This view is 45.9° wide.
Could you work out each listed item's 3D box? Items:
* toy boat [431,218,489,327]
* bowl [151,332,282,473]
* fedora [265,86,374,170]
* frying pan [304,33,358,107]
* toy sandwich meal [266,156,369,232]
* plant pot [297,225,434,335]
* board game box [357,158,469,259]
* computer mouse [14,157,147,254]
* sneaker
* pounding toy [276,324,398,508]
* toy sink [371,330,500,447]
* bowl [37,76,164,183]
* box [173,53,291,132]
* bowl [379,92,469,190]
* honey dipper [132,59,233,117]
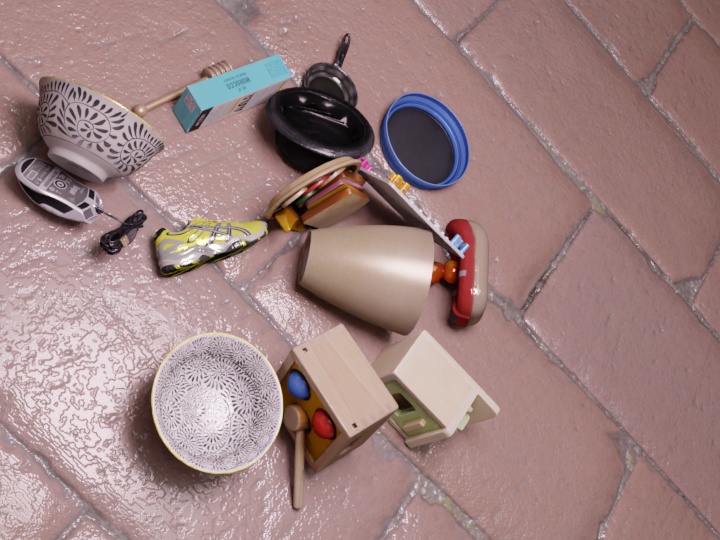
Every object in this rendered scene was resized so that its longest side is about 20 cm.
[{"bbox_3d":[0.168,0.001,1.581,0.130,0.131,0.202,4,67,1],"label":"toy boat"},{"bbox_3d":[-0.223,0.202,1.254,0.199,0.094,0.202,12,66,-27],"label":"bowl"},{"bbox_3d":[-0.079,-0.236,1.505,0.199,0.092,0.202,14,44,-14],"label":"fedora"},{"bbox_3d":[-0.063,-0.374,1.618,0.114,0.031,0.191,4,67,-31],"label":"frying pan"},{"bbox_3d":[-0.067,-0.117,1.429,0.204,0.205,0.071,-28,85,-36],"label":"toy sandwich meal"},{"bbox_3d":[0.000,0.000,1.442,0.198,0.187,0.189,12,65,-12],"label":"plant pot"},{"bbox_3d":[0.085,-0.115,1.498,0.200,0.200,0.026,42,89,-27],"label":"board game box"},{"bbox_3d":[-0.426,-0.098,1.277,0.199,0.044,0.110,32,34,-13],"label":"computer mouse"},{"bbox_3d":[-0.236,-0.055,1.365,0.199,0.075,0.077,-20,83,-37],"label":"sneaker"},{"bbox_3d":[-0.064,0.228,1.315,0.142,0.200,0.185,-24,71,-35],"label":"pounding toy"},{"bbox_3d":[0.113,0.221,1.443,0.200,0.130,0.112,46,55,-10],"label":"toy sink"},{"bbox_3d":[-0.401,-0.191,1.258,0.200,0.200,0.095,29,76,-19],"label":"bowl"},{"bbox_3d":[-0.219,-0.307,1.466,0.199,0.082,0.049,-31,88,-36],"label":"box"},{"bbox_3d":[0.125,-0.253,1.683,0.199,0.039,0.202,12,66,-28],"label":"bowl"},{"bbox_3d":[-0.302,-0.307,1.444,0.200,0.038,0.038,-34,91,-33],"label":"honey dipper"}]
